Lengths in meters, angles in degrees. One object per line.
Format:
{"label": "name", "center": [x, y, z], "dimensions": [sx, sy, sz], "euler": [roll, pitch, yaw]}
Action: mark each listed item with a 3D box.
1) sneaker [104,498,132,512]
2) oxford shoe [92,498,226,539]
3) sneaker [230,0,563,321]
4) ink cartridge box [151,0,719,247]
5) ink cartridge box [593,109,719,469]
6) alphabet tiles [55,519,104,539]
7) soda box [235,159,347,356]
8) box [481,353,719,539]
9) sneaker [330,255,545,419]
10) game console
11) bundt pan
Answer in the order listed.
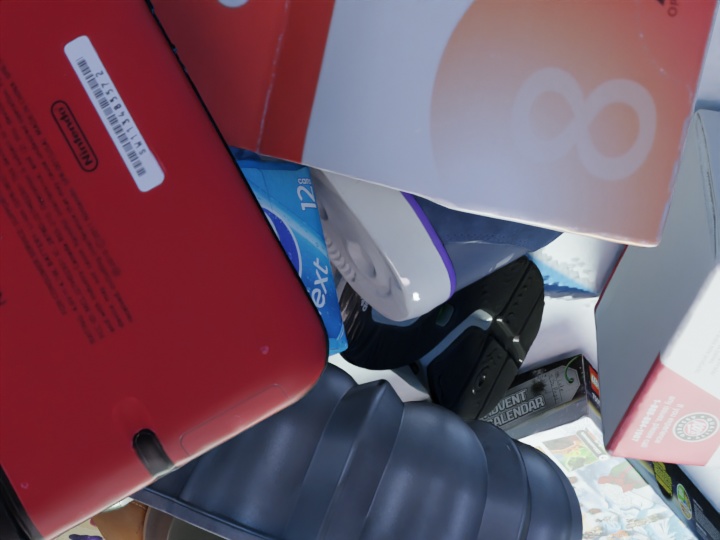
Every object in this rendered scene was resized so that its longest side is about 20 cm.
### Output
{"label": "sneaker", "center": [-0.190, 0.058, 0.915], "dimensions": [0.199, 0.077, 0.089], "euler": [-2, 131, -8]}
{"label": "oxford shoe", "center": [-0.085, 0.140, 1.028], "dimensions": [0.071, 0.072, 0.200], "euler": [19, 157, 25]}
{"label": "sneaker", "center": [0.020, -0.098, 0.711], "dimensions": [0.201, 0.146, 0.081], "euler": [58, 161, -10]}
{"label": "ink cartridge box", "center": [0.019, -0.106, 0.632], "dimensions": [0.199, 0.050, 0.163], "euler": [10, 98, -18]}
{"label": "ink cartridge box", "center": [0.214, 0.019, 0.844], "dimensions": [0.199, 0.086, 0.148], "euler": [6, 142, -11]}
{"label": "alphabet tiles", "center": [-0.204, 0.149, 1.075], "dimensions": [0.199, 0.006, 0.167], "euler": [16, 139, -21]}
{"label": "soda box", "center": [-0.103, 0.022, 0.706], "dimensions": [0.199, 0.068, 0.064], "euler": [-20, 168, 37]}
{"label": "box", "center": [0.095, 0.125, 1.018], "dimensions": [0.136, 0.040, 0.200], "euler": [-20, 139, 22]}
{"label": "sneaker", "center": [0.000, 0.000, 0.845], "dimensions": [0.115, 0.076, 0.200], "euler": [28, 180, 27]}
{"label": "game console", "center": [-0.120, -0.016, 0.647], "dimensions": [0.172, 0.201, 0.119], "euler": [-30, 178, 5]}
{"label": "bundt pan", "center": [-0.001, 0.082, 0.790], "dimensions": [0.201, 0.076, 0.202], "euler": [22, 174, 2]}
